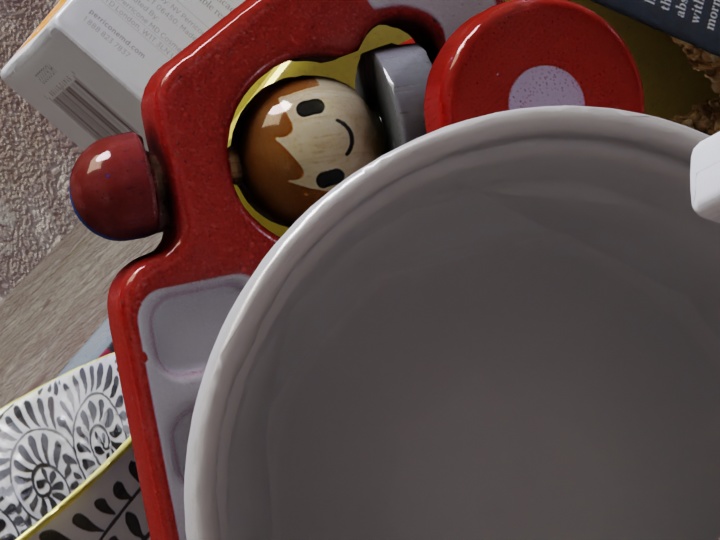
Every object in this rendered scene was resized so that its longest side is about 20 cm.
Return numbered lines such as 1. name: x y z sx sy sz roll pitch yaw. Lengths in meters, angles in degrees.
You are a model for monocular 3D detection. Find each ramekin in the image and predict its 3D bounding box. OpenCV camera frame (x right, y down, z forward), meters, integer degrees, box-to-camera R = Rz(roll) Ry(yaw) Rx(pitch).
1. ramekin: 0.049 0.060 0.749 0.200 0.200 0.105 -43 3 -7

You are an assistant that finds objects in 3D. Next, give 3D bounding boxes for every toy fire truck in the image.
1. toy fire truck: 0.000 0.000 0.852 0.167 0.201 0.112 -12 2 -16

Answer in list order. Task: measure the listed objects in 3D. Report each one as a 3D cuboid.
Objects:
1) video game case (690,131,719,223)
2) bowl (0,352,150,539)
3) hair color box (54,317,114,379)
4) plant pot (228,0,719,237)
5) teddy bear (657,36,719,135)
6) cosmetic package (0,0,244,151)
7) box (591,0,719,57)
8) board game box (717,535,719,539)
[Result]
1. video game case: 0.205 -0.032 0.616 0.200 0.181 0.023 -32 49 54
2. bowl: -0.121 0.121 0.971 0.200 0.094 0.201 -31 14 9
3. hair color box: -0.101 0.057 1.576 0.061 0.099 0.200 -33 13 40
4. plant pot: 0.053 -0.070 1.119 0.177 0.200 0.200 -59 9 5
5. teddy bear: 0.131 -0.030 0.995 0.200 0.145 0.067 -50 34 -12
6. cosmetic package: -0.052 -0.140 1.121 0.200 0.071 0.101 -52 10 -20
7. box: 0.116 -0.163 0.953 0.148 0.200 0.107 -31 -39 -49
8. board game box: 0.152 0.074 0.565 0.159 0.097 0.200 -29 16 51
